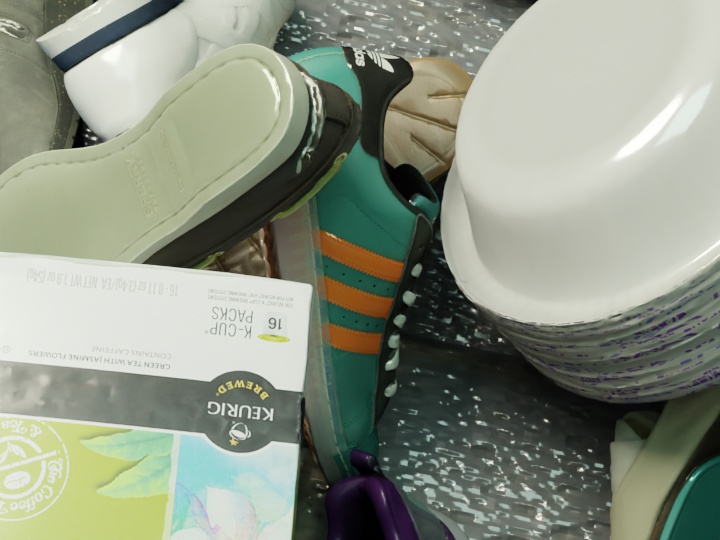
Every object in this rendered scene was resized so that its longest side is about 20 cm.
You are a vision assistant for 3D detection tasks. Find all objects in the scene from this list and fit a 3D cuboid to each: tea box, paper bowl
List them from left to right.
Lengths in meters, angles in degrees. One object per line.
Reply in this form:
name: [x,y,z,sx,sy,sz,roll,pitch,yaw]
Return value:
tea box: [-0.097,0.127,1.010,0.133,0.200,0.198,5,65,-5]
paper bowl: [0.121,-0.054,1.058,0.104,0.200,0.201,44,60,-34]

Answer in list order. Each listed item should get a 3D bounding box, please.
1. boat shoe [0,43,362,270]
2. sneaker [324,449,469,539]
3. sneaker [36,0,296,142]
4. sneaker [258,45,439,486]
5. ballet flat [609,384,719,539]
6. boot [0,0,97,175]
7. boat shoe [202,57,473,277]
boat shoe: [-0.088,-0.024,1.034,0.200,0.060,0.072,-27,67,29]
sneaker: [-0.012,0.178,1.051,0.074,0.088,0.201,-7,54,30]
sneaker: [-0.076,-0.095,1.149,0.081,0.076,0.200,59,28,-2]
sneaker: [0.000,0.000,1.097,0.079,0.201,0.071,-11,25,-10]
ballet flat: [0.148,0.063,1.104,0.069,0.069,0.201,26,110,5]
boot: [-0.190,-0.074,1.158,0.130,0.068,0.201,2,49,-3]
boat shoe: [-0.032,-0.029,1.164,0.199,0.065,0.072,-26,84,0]
